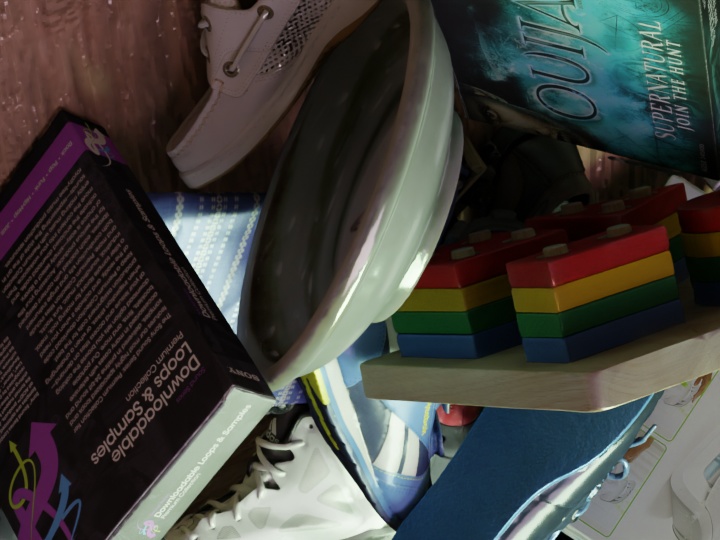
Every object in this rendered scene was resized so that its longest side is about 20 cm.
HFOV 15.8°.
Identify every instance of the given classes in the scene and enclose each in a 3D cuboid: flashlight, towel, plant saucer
[{"bbox_3d":[0.062,0.052,1.434,0.068,0.068,0.200,-54,165,-38],"label":"flashlight"},{"bbox_3d":[-0.055,0.014,1.337,0.200,0.024,0.145,-2,130,-34],"label":"towel"},{"bbox_3d":[0.003,-0.033,1.193,0.050,0.200,0.200,20,120,-16],"label":"plant saucer"}]

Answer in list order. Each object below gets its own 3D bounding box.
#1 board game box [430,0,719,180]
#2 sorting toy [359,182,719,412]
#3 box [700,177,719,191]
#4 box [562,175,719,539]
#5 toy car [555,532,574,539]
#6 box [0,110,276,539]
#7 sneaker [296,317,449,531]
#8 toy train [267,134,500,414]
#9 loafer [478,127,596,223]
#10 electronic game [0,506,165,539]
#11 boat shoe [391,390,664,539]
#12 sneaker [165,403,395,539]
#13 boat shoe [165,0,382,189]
[{"bbox_3d":[0.100,-0.108,1.192,0.200,0.135,0.028,66,42,-65],"label":"board game box"},{"bbox_3d":[0.126,0.005,1.249,0.198,0.200,0.070,-17,98,-30],"label":"sorting toy"},{"bbox_3d":[0.296,-0.112,1.477,0.158,0.048,0.200,19,118,-44],"label":"box"},{"bbox_3d":[0.196,0.081,1.445,0.200,0.176,0.097,-56,163,-6],"label":"box"},{"bbox_3d":[0.140,0.141,1.564,0.200,0.175,0.150,-38,106,6],"label":"toy car"},{"bbox_3d":[-0.132,0.042,1.218,0.036,0.200,0.143,19,118,-45],"label":"box"},{"bbox_3d":[0.016,0.066,1.365,0.082,0.074,0.200,-31,141,-10],"label":"sneaker"},{"bbox_3d":[0.000,0.000,1.402,0.046,0.034,0.200,32,110,-37],"label":"toy train"},{"bbox_3d":[0.100,0.002,1.445,0.072,0.063,0.200,-21,139,-15],"label":"loafer"},{"bbox_3d":[-0.174,0.114,1.264,0.200,0.200,0.042,18,126,-44],"label":"electronic game"},{"bbox_3d":[0.088,0.105,1.384,0.200,0.084,0.069,-42,151,6],"label":"boat shoe"},{"bbox_3d":[-0.064,0.123,1.471,0.200,0.076,0.116,-11,111,-9],"label":"sneaker"},{"bbox_3d":[-0.045,-0.122,1.225,0.069,0.071,0.200,32,124,-14],"label":"boat shoe"}]
